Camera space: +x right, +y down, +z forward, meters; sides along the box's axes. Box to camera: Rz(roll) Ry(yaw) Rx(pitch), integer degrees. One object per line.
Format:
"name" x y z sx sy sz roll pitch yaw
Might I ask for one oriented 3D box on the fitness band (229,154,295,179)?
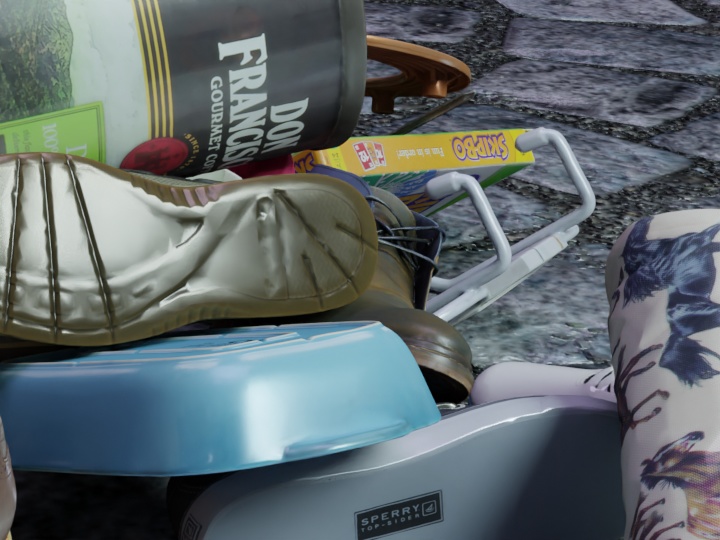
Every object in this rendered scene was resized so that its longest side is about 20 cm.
"fitness band" -0.118 -0.045 0.856 0.143 0.038 0.200 -25 38 -32

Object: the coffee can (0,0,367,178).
"coffee can" -0.116 -0.101 0.771 0.199 0.147 0.146 -14 25 -18

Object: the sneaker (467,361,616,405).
"sneaker" 0.138 0.063 0.782 0.199 0.073 0.072 13 23 27

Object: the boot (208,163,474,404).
"boot" 0.000 0.000 0.807 0.075 0.097 0.200 28 -10 -26

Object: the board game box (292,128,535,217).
"board game box" 0.011 -0.048 1.038 0.095 0.030 0.200 -26 -9 39

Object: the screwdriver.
"screwdriver" 0.004 -0.072 1.048 0.028 0.029 0.200 -12 -11 -35

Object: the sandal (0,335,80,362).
"sandal" -0.184 0.020 0.776 0.199 0.054 0.080 9 -19 -28

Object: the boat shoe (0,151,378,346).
"boat shoe" -0.091 -0.004 0.723 0.199 0.074 0.065 3 -9 -30

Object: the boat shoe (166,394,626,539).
"boat shoe" 0.020 0.080 0.724 0.199 0.070 0.066 -12 25 -20

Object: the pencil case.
"pencil case" 0.130 0.062 0.671 0.078 0.090 0.200 -19 38 19

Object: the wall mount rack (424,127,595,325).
"wall mount rack" 0.022 -0.004 0.956 0.173 0.075 0.200 -29 0 31

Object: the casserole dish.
"casserole dish" -0.061 0.044 0.677 0.121 0.039 0.200 -10 4 -40

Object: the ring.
"ring" -0.042 -0.103 0.981 0.199 0.019 0.200 4 -2 0

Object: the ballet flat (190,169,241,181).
"ballet flat" -0.095 -0.059 1.031 0.065 0.071 0.200 21 8 17

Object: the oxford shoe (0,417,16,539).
"oxford shoe" -0.162 0.034 0.644 0.071 0.073 0.200 1 25 -37
